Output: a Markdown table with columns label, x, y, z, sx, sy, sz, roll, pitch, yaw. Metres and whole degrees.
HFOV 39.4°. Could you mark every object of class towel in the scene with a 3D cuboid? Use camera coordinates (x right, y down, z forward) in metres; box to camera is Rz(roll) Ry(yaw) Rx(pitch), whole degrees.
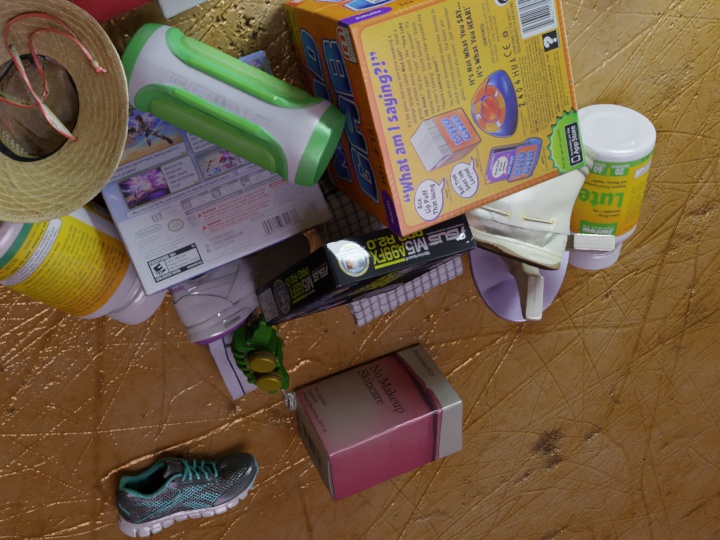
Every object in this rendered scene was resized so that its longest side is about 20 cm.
| label | x | y | z | sx | sy | sz | roll | pitch | yaw |
| --- | --- | --- | --- | --- | --- | --- | --- | --- | --- |
| towel | 0.033 | -0.052 | 1.193 | 0.165 | 0.086 | 0.200 | -27 | 135 | -10 |

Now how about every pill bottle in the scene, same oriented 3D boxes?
| label | x | y | z | sx | sy | sz | roll | pitch | yaw |
| --- | --- | --- | --- | --- | --- | --- | --- | --- | --- |
| pill bottle | 0.307 | -0.101 | 1.291 | 0.111 | 0.111 | 0.200 | -17 | 134 | -17 |
| pill bottle | -0.292 | -0.018 | 1.003 | 0.113 | 0.113 | 0.200 | -46 | 136 | 12 |

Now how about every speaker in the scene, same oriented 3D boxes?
| label | x | y | z | sx | sy | sz | roll | pitch | yaw |
| --- | --- | --- | --- | --- | --- | --- | --- | --- | --- |
| speaker | -0.118 | -0.152 | 0.919 | 0.200 | 0.088 | 0.089 | 26 | 119 | 3 |

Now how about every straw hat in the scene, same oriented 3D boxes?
| label | x | y | z | sx | sy | sz | roll | pitch | yaw |
| --- | --- | --- | --- | --- | --- | --- | --- | --- | --- |
| straw hat | -0.289 | -0.146 | 0.903 | 0.201 | 0.085 | 0.201 | 0 | 101 | 0 |

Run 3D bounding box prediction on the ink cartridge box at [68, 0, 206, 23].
| label | x | y | z | sx | sy | sz | roll | pitch | yaw |
| --- | --- | --- | --- | --- | --- | --- | --- | --- | --- |
| ink cartridge box | -0.200 | -0.307 | 0.853 | 0.176 | 0.045 | 0.200 | -27 | 136 | -10 |

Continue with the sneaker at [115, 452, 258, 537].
| label | x | y | z | sx | sy | sz | roll | pitch | yaw |
| --- | --- | --- | --- | --- | --- | --- | --- | --- | --- |
| sneaker | -0.233 | 0.283 | 1.336 | 0.200 | 0.078 | 0.091 | -21 | 131 | -17 |

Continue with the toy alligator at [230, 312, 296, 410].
| label | x | y | z | sx | sy | sz | roll | pitch | yaw |
| --- | --- | --- | --- | --- | --- | --- | --- | --- | --- |
| toy alligator | -0.116 | 0.112 | 1.174 | 0.054 | 0.059 | 0.200 | -2 | 143 | 5 |

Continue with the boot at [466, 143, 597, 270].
| label | x | y | z | sx | sy | sz | roll | pitch | yaw |
| --- | --- | --- | --- | --- | --- | --- | --- | --- | --- |
| boot | 0.153 | -0.101 | 1.113 | 0.200 | 0.072 | 0.155 | 21 | 89 | -9 |

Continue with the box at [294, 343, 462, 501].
| label | x | y | z | sx | sy | sz | roll | pitch | yaw |
| --- | --- | --- | --- | --- | --- | --- | --- | --- | --- |
| box | 0.025 | 0.206 | 1.381 | 0.200 | 0.128 | 0.109 | -20 | 134 | -16 |

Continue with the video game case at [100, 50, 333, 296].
| label | x | y | z | sx | sy | sz | roll | pitch | yaw |
| --- | --- | --- | --- | --- | --- | --- | --- | --- | --- |
| video game case | -0.153 | -0.095 | 0.989 | 0.200 | 0.045 | 0.181 | -23 | 93 | -12 |

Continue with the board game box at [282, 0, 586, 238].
| label | x | y | z | sx | sy | sz | roll | pitch | yaw |
| --- | --- | --- | --- | --- | --- | --- | --- | --- | --- |
| board game box | 0.068 | -0.182 | 0.973 | 0.200 | 0.200 | 0.200 | -21 | 116 | -14 |

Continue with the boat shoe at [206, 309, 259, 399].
| label | x | y | z | sx | sy | sz | roll | pitch | yaw |
| --- | --- | --- | --- | --- | --- | --- | --- | --- | --- |
| boat shoe | -0.142 | 0.077 | 1.206 | 0.086 | 0.075 | 0.202 | -25 | 138 | -10 |

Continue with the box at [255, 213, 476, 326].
| label | x | y | z | sx | sy | sz | roll | pitch | yaw |
| --- | --- | --- | --- | --- | --- | --- | --- | --- | --- |
| box | 0.000 | 0.000 | 1.029 | 0.160 | 0.044 | 0.200 | -15 | 173 | -28 |

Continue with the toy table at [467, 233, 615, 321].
| label | x | y | z | sx | sy | sz | roll | pitch | yaw |
| --- | --- | --- | --- | --- | --- | --- | --- | --- | --- |
| toy table | 0.199 | -0.038 | 1.210 | 0.184 | 0.117 | 0.200 | -9 | 89 | -4 |

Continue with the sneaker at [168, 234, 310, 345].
| label | x | y | z | sx | sy | sz | roll | pitch | yaw |
| --- | --- | --- | --- | --- | --- | --- | --- | --- | --- |
| sneaker | -0.130 | -0.004 | 1.114 | 0.200 | 0.075 | 0.100 | -40 | 105 | -43 |
